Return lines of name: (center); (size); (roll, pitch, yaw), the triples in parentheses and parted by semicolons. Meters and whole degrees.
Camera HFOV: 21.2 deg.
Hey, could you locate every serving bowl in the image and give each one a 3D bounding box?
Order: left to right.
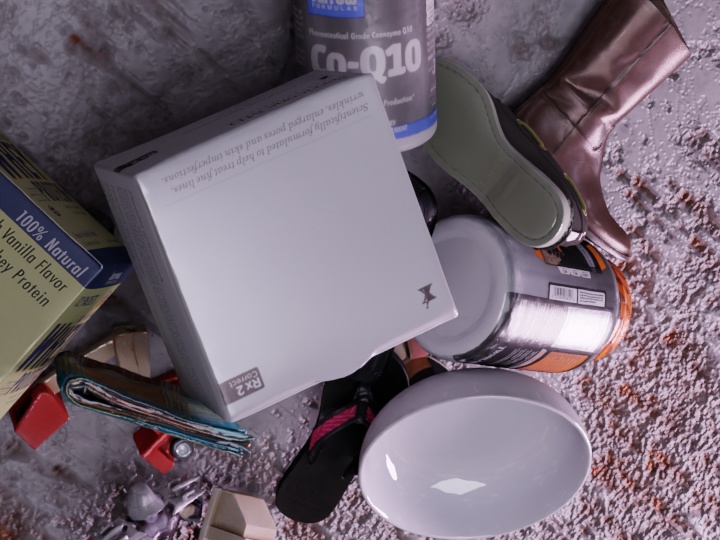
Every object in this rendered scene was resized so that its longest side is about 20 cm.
serving bowl: (0.095, 0.146, 1.645); (0.199, 0.066, 0.201); (-3, 137, -2)

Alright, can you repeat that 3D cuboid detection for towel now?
towel: (-0.162, 0.096, 1.462); (0.146, 0.200, 0.022); (19, 91, -11)

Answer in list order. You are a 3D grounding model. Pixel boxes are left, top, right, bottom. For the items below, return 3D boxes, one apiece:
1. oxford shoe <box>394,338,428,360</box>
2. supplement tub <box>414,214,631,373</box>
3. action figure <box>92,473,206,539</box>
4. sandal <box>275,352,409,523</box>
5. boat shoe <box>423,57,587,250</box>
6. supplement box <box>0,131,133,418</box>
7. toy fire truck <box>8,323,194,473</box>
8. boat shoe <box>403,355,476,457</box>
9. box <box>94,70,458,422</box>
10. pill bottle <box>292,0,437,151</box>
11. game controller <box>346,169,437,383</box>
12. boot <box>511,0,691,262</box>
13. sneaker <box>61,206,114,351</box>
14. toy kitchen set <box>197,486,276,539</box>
oxford shoe: (0.000, 0.000, 1.636); (0.074, 0.071, 0.201); (-20, 115, -4)
supplement tub: (0.137, 0.023, 1.632); (0.199, 0.122, 0.123); (9, 110, -49)
action figure: (-0.184, 0.251, 1.658); (0.130, 0.069, 0.201); (-25, 132, -25)
sandal: (-0.014, 0.151, 1.680); (0.075, 0.045, 0.201); (21, 116, -12)
boat shoe: (0.112, -0.094, 1.586); (0.072, 0.202, 0.060); (-47, 152, 22)
supplement box: (-0.314, 0.002, 1.452); (0.200, 0.134, 0.200); (42, 95, 2)
toy fire truck: (-0.182, 0.094, 1.624); (0.200, 0.049, 0.141); (-45, 116, 2)
boat shoe: (0.107, 0.149, 1.736); (0.200, 0.062, 0.075); (40, 93, -29)
box: (-0.063, -0.023, 1.435); (0.198, 0.131, 0.201); (-25, 105, -17)
pill bottle: (0.003, -0.202, 1.529); (0.113, 0.114, 0.201); (-10, 114, -15)
game controller: (0.000, -0.004, 1.587); (0.042, 0.104, 0.201); (-16, 135, -42)
boot: (0.231, -0.129, 1.669); (0.186, 0.064, 0.200); (41, 90, -30)
sneaker: (-0.266, 0.032, 1.566); (0.200, 0.074, 0.079); (-50, 136, 6)
toy kitchen set: (-0.054, 0.290, 1.641); (0.200, 0.180, 0.164); (26, 78, -63)
